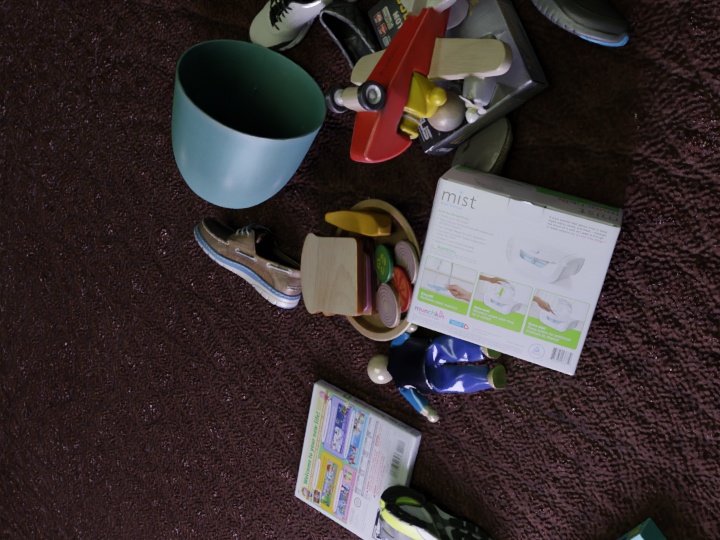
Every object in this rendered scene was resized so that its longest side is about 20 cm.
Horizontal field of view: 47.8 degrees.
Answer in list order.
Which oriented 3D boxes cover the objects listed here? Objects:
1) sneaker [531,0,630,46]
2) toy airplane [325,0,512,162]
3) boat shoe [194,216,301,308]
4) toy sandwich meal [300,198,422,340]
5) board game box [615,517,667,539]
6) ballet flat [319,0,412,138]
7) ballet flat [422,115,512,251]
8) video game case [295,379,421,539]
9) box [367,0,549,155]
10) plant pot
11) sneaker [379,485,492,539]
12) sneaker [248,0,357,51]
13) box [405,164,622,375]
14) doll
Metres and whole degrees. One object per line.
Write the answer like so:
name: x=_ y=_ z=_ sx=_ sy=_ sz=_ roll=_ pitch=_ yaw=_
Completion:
sneaker: x=0.215 y=-0.316 z=0.860 sx=0.200 sy=0.073 sz=0.082 roll=47 pitch=122 yaw=18
toy airplane: x=0.069 y=-0.216 z=0.884 sx=0.198 sy=0.141 sz=0.201 roll=-34 pitch=36 yaw=24
boat shoe: x=-0.158 y=-0.030 z=1.201 sx=0.199 sy=0.072 sz=0.073 roll=35 pitch=114 yaw=14
toy sandwich meal: x=0.000 y=0.000 z=1.063 sx=0.204 sy=0.070 sz=0.207 roll=10 pitch=103 yaw=50
board game box: x=0.342 y=0.415 z=0.942 sx=0.200 sy=0.047 sz=0.151 roll=52 pitch=124 yaw=15
ballet flat: x=0.012 y=-0.249 z=1.023 sx=0.201 sy=0.057 sz=0.066 roll=57 pitch=139 yaw=4
ballet flat: x=0.135 y=-0.095 z=0.989 sx=0.067 sy=0.046 sz=0.201 roll=43 pitch=118 yaw=46
video game case: x=-0.009 y=0.285 z=1.184 sx=0.181 sy=0.022 sz=0.202 roll=23 pitch=114 yaw=30
box: x=0.109 y=-0.261 z=0.948 sx=0.158 sy=0.048 sz=0.202 roll=-30 pitch=74 yaw=37
plant pot: x=-0.164 y=-0.184 z=1.096 sx=0.201 sy=0.200 sz=0.162 roll=47 pitch=136 yaw=18
sneaker: x=0.107 y=0.373 z=1.094 sx=0.199 sy=0.074 sz=0.081 roll=32 pitch=129 yaw=24
sneaker: x=-0.087 y=-0.353 z=1.068 sx=0.199 sy=0.080 sz=0.074 roll=-25 pitch=87 yaw=38
box: x=0.171 y=-0.005 z=0.914 sx=0.198 sy=0.097 sz=0.178 roll=16 pitch=110 yaw=15
doll: x=0.091 y=0.130 z=1.062 sx=0.199 sy=0.048 sz=0.138 roll=-7 pitch=95 yaw=36
